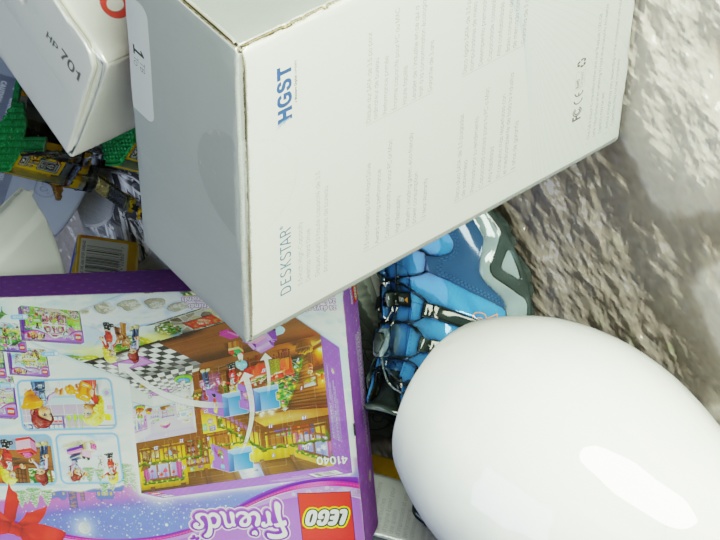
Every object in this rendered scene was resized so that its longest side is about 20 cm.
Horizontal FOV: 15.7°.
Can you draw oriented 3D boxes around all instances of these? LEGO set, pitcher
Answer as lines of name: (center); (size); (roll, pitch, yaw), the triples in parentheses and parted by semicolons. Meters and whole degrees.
LEGO set: (-0.085, -0.097, 1.278); (0.200, 0.116, 0.154); (-13, 67, 58)
pitcher: (0.118, 0.116, 1.156); (0.200, 0.121, 0.172); (28, 148, 30)

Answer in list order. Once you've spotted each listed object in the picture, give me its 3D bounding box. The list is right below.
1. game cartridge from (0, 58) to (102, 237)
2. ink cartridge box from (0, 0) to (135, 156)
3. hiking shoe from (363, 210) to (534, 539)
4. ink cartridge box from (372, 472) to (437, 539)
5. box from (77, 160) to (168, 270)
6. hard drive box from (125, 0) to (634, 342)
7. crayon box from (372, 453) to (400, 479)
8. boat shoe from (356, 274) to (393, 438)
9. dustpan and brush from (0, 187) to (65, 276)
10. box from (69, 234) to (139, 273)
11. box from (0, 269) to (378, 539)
game cartridge: (-0.208, -0.079, 1.433); (0.133, 0.041, 0.200); (20, 143, -8)
ink cartridge box: (-0.074, -0.160, 1.121); (0.147, 0.200, 0.086); (55, 153, 13)
hiking shoe: (0.037, 0.033, 1.238); (0.074, 0.087, 0.200); (-5, 111, 61)
ink cartridge box: (-0.020, 0.166, 1.388); (0.200, 0.047, 0.198); (15, 146, -3)
box: (-0.094, 0.010, 1.493); (0.158, 0.048, 0.200); (23, 134, 51)
hard drive box: (0.012, -0.087, 1.039); (0.077, 0.200, 0.156); (42, 147, 33)
crayon box: (-0.041, 0.142, 1.445); (0.200, 0.051, 0.127); (17, 145, -1)
boat shoe: (-0.001, -0.001, 1.316); (0.074, 0.065, 0.202); (11, 134, 34)
dustpan and brush: (-0.189, 0.068, 1.351); (0.057, 0.140, 0.200); (13, 140, 43)
box: (-0.162, 0.093, 1.485); (0.119, 0.041, 0.200); (-92, 16, -49)
box: (-0.096, 0.069, 1.270); (0.039, 0.200, 0.137); (-62, -31, -70)
